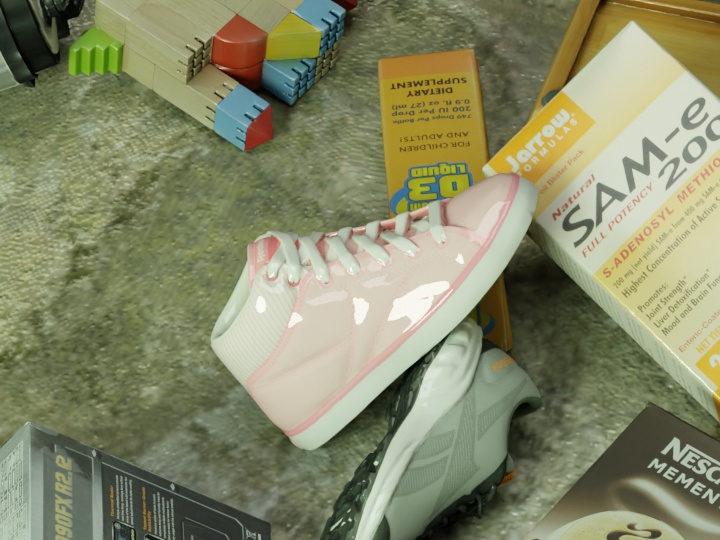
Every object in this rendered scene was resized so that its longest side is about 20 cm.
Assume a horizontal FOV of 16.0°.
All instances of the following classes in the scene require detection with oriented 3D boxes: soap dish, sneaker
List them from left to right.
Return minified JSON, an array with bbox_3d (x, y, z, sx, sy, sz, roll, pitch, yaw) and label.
[{"bbox_3d":[0.000,0.000,1.403,0.200,0.105,0.075,-44,14,16],"label":"sneaker"},{"bbox_3d":[0.037,0.116,1.381,0.079,0.074,0.201,34,60,-4],"label":"sneaker"},{"bbox_3d":[0.201,-0.097,1.567,0.199,0.082,0.158,12,48,16],"label":"soap dish"}]

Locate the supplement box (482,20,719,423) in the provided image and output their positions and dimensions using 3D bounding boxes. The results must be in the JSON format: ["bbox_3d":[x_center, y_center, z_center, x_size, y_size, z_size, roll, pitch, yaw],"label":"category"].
[{"bbox_3d":[0.182,-0.025,1.444,0.126,0.074,0.200,-45,70,-3],"label":"supplement box"}]

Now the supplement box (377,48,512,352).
[{"bbox_3d":[0.049,-0.041,1.533,0.066,0.069,0.201,-6,49,1],"label":"supplement box"}]

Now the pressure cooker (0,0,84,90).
[{"bbox_3d":[-0.269,-0.187,1.603,0.199,0.180,0.176,-17,12,1],"label":"pressure cooker"}]

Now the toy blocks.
[{"bbox_3d":[-0.072,-0.166,1.653,0.136,0.100,0.200,33,56,16],"label":"toy blocks"}]

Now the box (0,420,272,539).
[{"bbox_3d":[-0.112,0.189,1.272,0.158,0.048,0.201,26,37,-30],"label":"box"}]

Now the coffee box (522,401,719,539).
[{"bbox_3d":[0.135,0.176,1.309,0.113,0.080,0.200,28,54,27],"label":"coffee box"}]
